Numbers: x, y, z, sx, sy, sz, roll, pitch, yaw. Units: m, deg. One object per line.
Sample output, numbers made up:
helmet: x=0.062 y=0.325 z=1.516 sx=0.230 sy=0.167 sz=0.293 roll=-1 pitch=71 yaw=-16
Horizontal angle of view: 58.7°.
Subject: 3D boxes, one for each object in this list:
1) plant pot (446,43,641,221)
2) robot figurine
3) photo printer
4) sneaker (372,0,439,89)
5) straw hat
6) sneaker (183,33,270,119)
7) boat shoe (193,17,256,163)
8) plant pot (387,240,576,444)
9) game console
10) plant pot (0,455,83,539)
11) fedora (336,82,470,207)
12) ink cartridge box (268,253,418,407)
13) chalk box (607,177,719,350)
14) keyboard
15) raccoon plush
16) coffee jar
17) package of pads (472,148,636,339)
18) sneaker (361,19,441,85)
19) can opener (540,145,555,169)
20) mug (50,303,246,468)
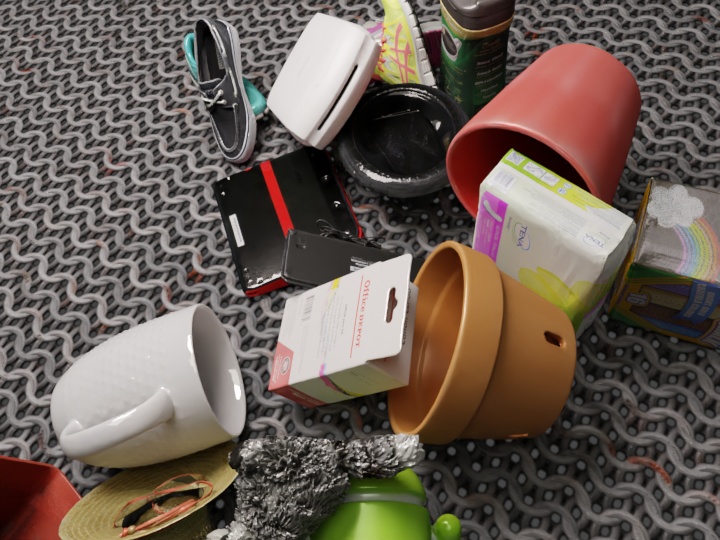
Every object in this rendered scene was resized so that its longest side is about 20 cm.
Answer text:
plant pot: x=0.223 y=-0.150 z=0.745 sx=0.198 sy=0.202 sz=0.178 roll=28 pitch=66 yaw=21
robot figurine: x=0.011 y=0.267 z=0.601 sx=0.172 sy=0.116 sz=0.203 roll=-2 pitch=58 yaw=-1
photo printer: x=-0.052 y=-0.259 z=0.871 sx=0.168 sy=0.069 sz=0.200 roll=-57 pitch=29 yaw=13
sneaker: x=0.051 y=-0.306 z=0.907 sx=0.089 sy=0.203 sz=0.079 roll=-15 pitch=25 yaw=12
straw hat: x=-0.192 y=0.255 z=0.640 sx=0.198 sy=0.201 sz=0.087 roll=-19 pitch=98 yaw=-4
sneaker: x=-0.215 y=-0.293 z=0.986 sx=0.077 sy=0.080 sz=0.200 roll=-38 pitch=63 yaw=-16
boat shoe: x=-0.200 y=-0.256 z=0.914 sx=0.070 sy=0.068 sz=0.204 roll=-2 pitch=98 yaw=24
plant pot: x=0.125 y=0.087 z=0.659 sx=0.138 sy=0.200 sz=0.203 roll=17 pitch=59 yaw=-12
game console: x=-0.099 y=-0.074 z=0.874 sx=0.174 sy=0.031 sz=0.202 roll=-22 pitch=59 yaw=-2
plant pot: x=-0.351 y=0.305 z=0.587 sx=0.199 sy=0.200 sz=0.177 roll=36 pitch=79 yaw=25
fedora: x=0.060 y=-0.156 z=0.862 sx=0.196 sy=0.092 sz=0.204 roll=-4 pitch=55 yaw=6
ink cartridge box: x=-0.006 y=0.070 z=0.688 sx=0.198 sy=0.067 sz=0.118 roll=-22 pitch=48 yaw=42
chalk box: x=0.397 y=0.003 z=0.709 sx=0.197 sy=0.125 sz=0.126 roll=18 pitch=61 yaw=16
keyboard: x=0.000 y=0.000 z=0.791 sx=0.196 sy=0.040 sz=0.106 roll=14 pitch=52 yaw=-12
raccoon plush: x=-0.043 y=0.212 z=0.535 sx=0.197 sy=0.097 sz=0.136 roll=-15 pitch=61 yaw=23
coffee jar: x=0.157 y=-0.314 z=0.881 sx=0.084 sy=0.201 sz=0.105 roll=-21 pitch=59 yaw=-6
package of pads: x=0.199 y=-0.013 z=0.696 sx=0.154 sy=0.201 sz=0.068 roll=36 pitch=67 yaw=25
sneaker: x=0.047 y=-0.351 z=0.988 sx=0.196 sy=0.082 sz=0.090 roll=-13 pitch=60 yaw=-2
can opener: x=0.242 y=-0.158 z=0.872 sx=0.052 sy=0.067 sz=0.203 roll=17 pitch=75 yaw=11
mug: x=-0.231 y=0.138 z=0.667 sx=0.172 sy=0.200 sz=0.150 roll=-19 pitch=97 yaw=3
